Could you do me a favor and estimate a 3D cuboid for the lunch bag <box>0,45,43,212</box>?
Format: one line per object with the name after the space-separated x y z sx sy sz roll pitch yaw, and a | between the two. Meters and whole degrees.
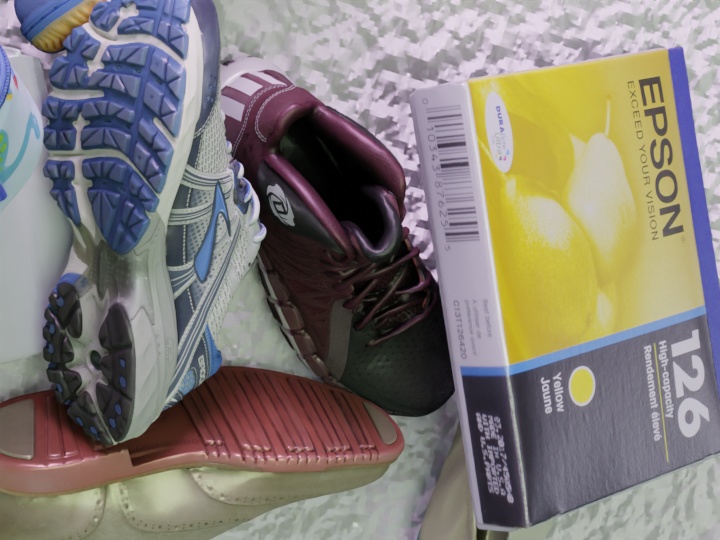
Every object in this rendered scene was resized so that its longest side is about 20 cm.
-0.225 -0.036 0.707 0.160 0.083 0.200 41 80 16 | lunch bag

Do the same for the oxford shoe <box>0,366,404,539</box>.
-0.078 0.092 0.870 0.198 0.071 0.075 -1 121 -19 | oxford shoe

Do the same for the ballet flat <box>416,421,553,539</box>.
0.082 0.070 0.939 0.069 0.069 0.202 11 97 -28 | ballet flat

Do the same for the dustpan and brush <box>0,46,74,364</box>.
-0.218 -0.004 0.785 0.199 0.057 0.141 -24 122 -27 | dustpan and brush

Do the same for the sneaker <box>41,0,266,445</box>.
-0.081 -0.031 0.803 0.085 0.077 0.202 -20 130 -46 | sneaker

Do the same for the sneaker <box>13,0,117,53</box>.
-0.085 -0.181 0.805 0.088 0.075 0.200 44 78 -11 | sneaker

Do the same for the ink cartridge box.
0.118 0.000 0.901 0.199 0.047 0.200 -14 96 -39 | ink cartridge box

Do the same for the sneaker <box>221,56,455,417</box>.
0.000 0.000 0.852 0.076 0.115 0.201 -42 116 -12 | sneaker
